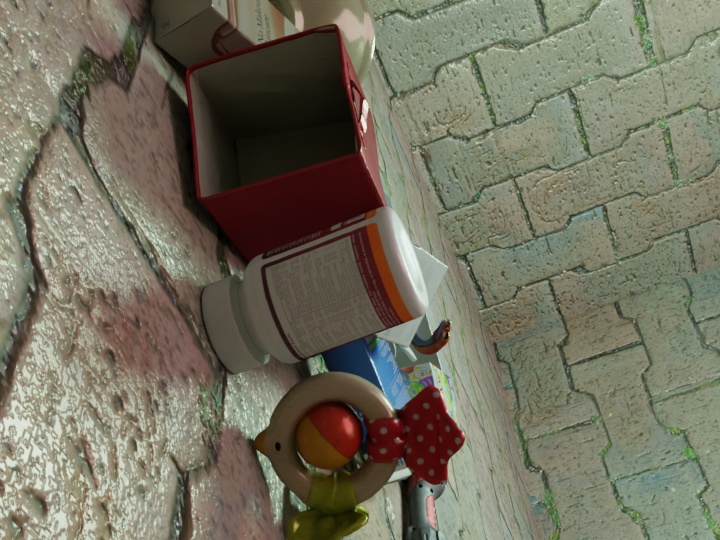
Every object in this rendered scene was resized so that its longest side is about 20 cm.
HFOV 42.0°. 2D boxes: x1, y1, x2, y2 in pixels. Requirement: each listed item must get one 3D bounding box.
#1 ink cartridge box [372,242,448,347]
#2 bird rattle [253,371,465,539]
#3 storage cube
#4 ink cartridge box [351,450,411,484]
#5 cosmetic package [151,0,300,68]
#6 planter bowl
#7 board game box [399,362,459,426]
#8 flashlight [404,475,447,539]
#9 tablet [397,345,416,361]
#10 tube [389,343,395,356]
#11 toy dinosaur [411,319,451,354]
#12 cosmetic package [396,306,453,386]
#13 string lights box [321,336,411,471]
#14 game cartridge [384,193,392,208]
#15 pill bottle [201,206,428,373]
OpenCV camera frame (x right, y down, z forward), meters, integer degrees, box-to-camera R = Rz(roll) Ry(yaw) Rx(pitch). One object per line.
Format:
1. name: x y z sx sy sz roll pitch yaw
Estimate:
1. ink cartridge box: 0.032 0.019 1.039 0.050 0.110 0.200 27 0 22
2. bird rattle: -0.008 0.170 0.885 0.163 0.200 0.113 43 16 -9
3. storage cube: -0.074 -0.127 1.026 0.180 0.197 0.173 60 17 -61
4. ink cartridge box: -0.001 0.207 1.200 0.200 0.047 0.148 16 54 -68
5. cosmetic package: -0.142 -0.265 1.083 0.199 0.086 0.105 32 42 -51
6. planter bowl: -0.096 -0.343 1.375 0.134 0.199 0.203 -1 70 -50
7. board game box: 0.083 0.210 1.421 0.200 0.101 0.107 41 37 -72
8. flashlight: 0.102 0.359 1.393 0.068 0.067 0.201 59 13 -26
9. tablet: 0.009 0.051 1.410 0.200 0.014 0.130 51 -3 -41
10. tube: 0.019 0.110 1.459 0.200 0.050 0.079 -129 -156 -83
11. toy dinosaur: 0.067 0.045 1.385 0.200 0.104 0.184 104 -38 -76
12. cosmetic package: 0.079 0.115 1.605 0.090 0.105 0.202 50 21 -62
13. string lights box: 0.012 0.136 1.142 0.103 0.058 0.203 -41 110 -74
14. game cartridge: 0.000 0.000 1.266 0.038 0.128 0.202 52 24 -53
15. pill bottle: -0.043 0.023 0.894 0.110 0.197 0.111 -20 90 -79
